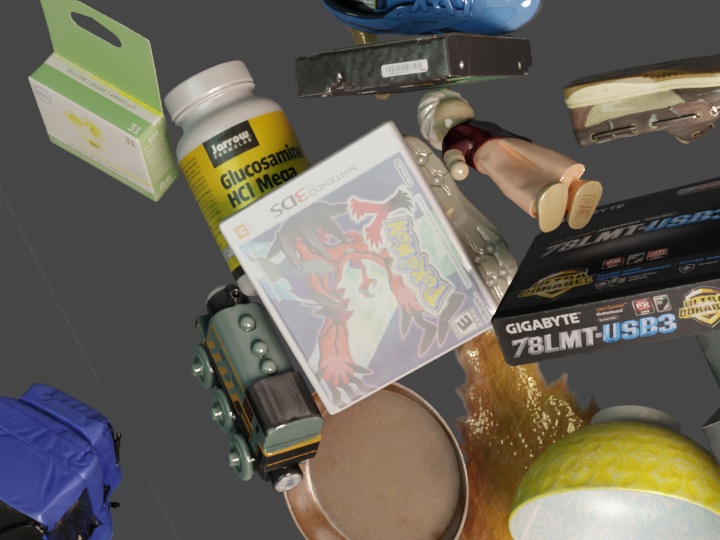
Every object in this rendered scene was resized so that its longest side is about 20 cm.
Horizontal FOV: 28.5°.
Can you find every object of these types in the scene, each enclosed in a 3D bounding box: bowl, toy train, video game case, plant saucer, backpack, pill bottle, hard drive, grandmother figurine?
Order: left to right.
[{"bbox_3d":[-0.326,0.235,1.465,0.162,0.168,0.201,30,143,22],"label":"backpack"},{"bbox_3d":[-0.103,-0.088,1.327,0.112,0.112,0.201,-29,86,27],"label":"pill bottle"},{"bbox_3d":[-0.099,0.107,1.336,0.201,0.084,0.114,63,152,31],"label":"toy train"},{"bbox_3d":[0.000,0.000,1.245,0.181,0.023,0.201,-30,96,14],"label":"video game case"},{"bbox_3d":[0.017,0.197,1.362,0.198,0.034,0.202,4,99,26],"label":"plant saucer"},{"bbox_3d":[0.049,-0.172,1.191,0.138,0.200,0.038,-4,95,27],"label":"hard drive"},{"bbox_3d":[0.119,-0.101,1.218,0.200,0.121,0.061,40,116,42],"label":"grandmother figurine"},{"bbox_3d":[0.229,0.180,1.201,0.198,0.200,0.109,-7,54,26],"label":"bowl"}]

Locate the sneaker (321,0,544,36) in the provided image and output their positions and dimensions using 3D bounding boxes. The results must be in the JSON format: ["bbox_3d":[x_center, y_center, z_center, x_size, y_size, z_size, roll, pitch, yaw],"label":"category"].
[{"bbox_3d":[0.059,-0.236,1.245,0.198,0.078,0.067,5,99,23],"label":"sneaker"}]

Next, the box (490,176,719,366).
[{"bbox_3d":[0.222,-0.005,1.136,0.198,0.199,0.050,-12,113,27],"label":"box"}]

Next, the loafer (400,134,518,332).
[{"bbox_3d":[0.080,-0.033,1.280,0.070,0.070,0.201,-33,95,-13],"label":"loafer"}]

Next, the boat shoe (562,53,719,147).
[{"bbox_3d":[0.267,-0.138,1.170,0.198,0.073,0.065,-2,109,30],"label":"boat shoe"}]

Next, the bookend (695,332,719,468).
[{"bbox_3d":[0.323,0.085,1.102,0.092,0.198,0.202,-26,86,29],"label":"bookend"}]

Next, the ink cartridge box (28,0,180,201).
[{"bbox_3d":[-0.252,-0.168,1.358,0.145,0.048,0.201,30,154,19],"label":"ink cartridge box"}]
